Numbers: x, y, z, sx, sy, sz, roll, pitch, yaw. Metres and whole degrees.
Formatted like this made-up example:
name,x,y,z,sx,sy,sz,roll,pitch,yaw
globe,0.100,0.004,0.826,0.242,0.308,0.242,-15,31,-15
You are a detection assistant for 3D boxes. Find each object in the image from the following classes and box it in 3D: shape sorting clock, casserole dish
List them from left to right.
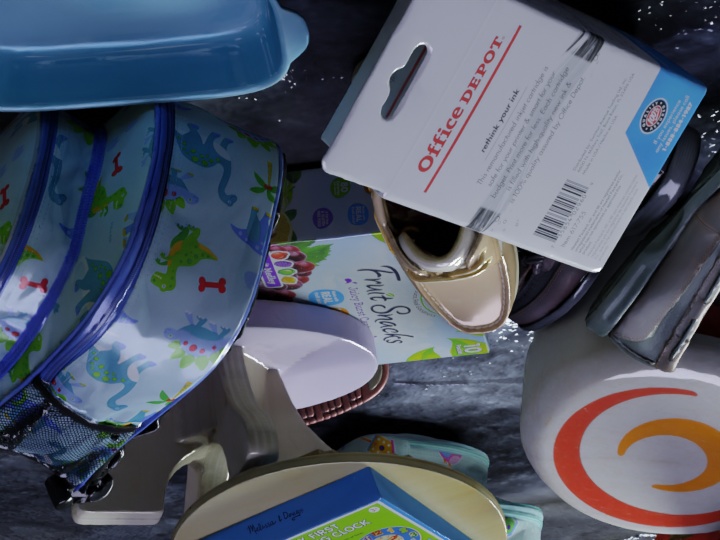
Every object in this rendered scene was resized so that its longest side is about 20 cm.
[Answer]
name,x,y,z,sx,sy,sz,roll,pitch,yaw
casserole dish,-0.125,-0.124,1.164,0.198,0.039,0.121,-5,156,2
shape sorting clock,-0.013,0.161,1.389,0.198,0.039,0.200,-5,147,-3

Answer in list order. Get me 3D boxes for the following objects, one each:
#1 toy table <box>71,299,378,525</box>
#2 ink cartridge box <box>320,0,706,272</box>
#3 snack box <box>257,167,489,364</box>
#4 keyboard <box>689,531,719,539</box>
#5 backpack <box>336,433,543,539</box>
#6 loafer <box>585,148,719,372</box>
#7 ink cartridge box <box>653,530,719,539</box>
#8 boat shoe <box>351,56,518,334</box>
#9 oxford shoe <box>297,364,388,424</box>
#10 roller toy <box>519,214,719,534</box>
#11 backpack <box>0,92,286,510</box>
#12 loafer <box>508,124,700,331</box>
name,x,y,z,sx,sy,sz,roll,pitch,yaw
toy table,-0.081,0.096,1.421,0.198,0.118,0.184,-4,152,-7
ink cartridge box,0.064,-0.084,1.176,0.199,0.068,0.116,19,107,-40
snack box,0.000,0.000,1.443,0.141,0.053,0.200,-8,156,6
keyboard,0.263,0.164,1.524,0.104,0.200,0.040,-30,108,5
backpack,0.041,0.213,1.809,0.199,0.154,0.176,18,152,-21
loafer,0.207,-0.025,1.321,0.063,0.072,0.200,39,120,0
ink cartridge box,0.271,0.097,1.548,0.162,0.200,0.057,-20,107,35
boat shoe,0.040,-0.027,1.287,0.073,0.069,0.201,-15,132,12
oxford shoe,-0.077,0.072,1.608,0.198,0.071,0.075,-7,-178,6
roller toy,0.196,0.061,1.472,0.199,0.140,0.182,-22,130,31
backpack,-0.142,-0.002,1.261,0.146,0.184,0.200,27,141,-25
loafer,0.124,-0.035,1.383,0.063,0.072,0.200,25,142,-13
